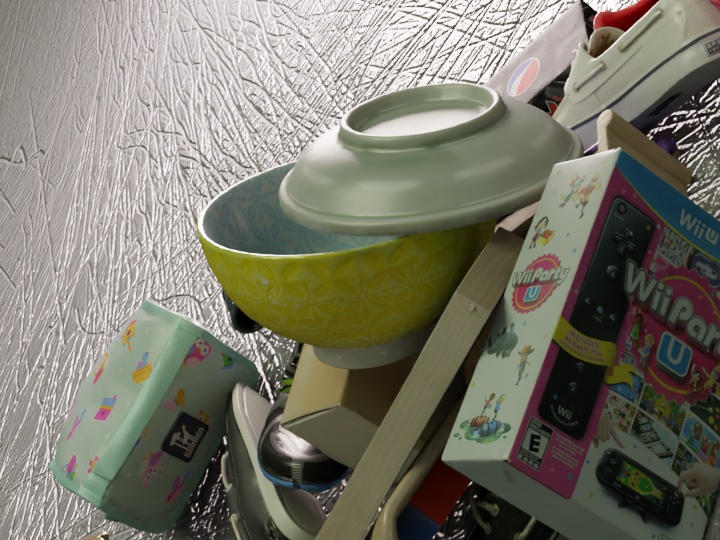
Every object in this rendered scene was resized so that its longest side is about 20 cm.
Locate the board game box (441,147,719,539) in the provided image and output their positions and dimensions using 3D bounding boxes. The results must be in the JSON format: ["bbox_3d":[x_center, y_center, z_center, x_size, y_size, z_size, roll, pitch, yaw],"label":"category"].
[{"bbox_3d":[0.151,0.053,1.162,0.064,0.147,0.200,-13,50,55],"label":"board game box"}]

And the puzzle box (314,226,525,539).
[{"bbox_3d":[0.037,0.077,1.225,0.200,0.025,0.133,-61,-4,22],"label":"puzzle box"}]

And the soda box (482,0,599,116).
[{"bbox_3d":[0.118,-0.105,1.486,0.200,0.063,0.071,-41,31,29],"label":"soda box"}]

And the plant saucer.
[{"bbox_3d":[0.042,-0.081,1.288,0.200,0.050,0.200,-9,21,4],"label":"plant saucer"}]

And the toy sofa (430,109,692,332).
[{"bbox_3d":[0.126,-0.028,1.365,0.200,0.083,0.098,-37,34,35],"label":"toy sofa"}]

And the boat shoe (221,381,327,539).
[{"bbox_3d":[-0.076,0.159,1.515,0.060,0.074,0.200,-46,35,14],"label":"boat shoe"}]

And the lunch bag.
[{"bbox_3d":[-0.170,0.117,1.615,0.171,0.122,0.200,-59,4,-6],"label":"lunch bag"}]

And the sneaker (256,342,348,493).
[{"bbox_3d":[-0.032,0.083,1.478,0.200,0.071,0.083,-73,-10,-46],"label":"sneaker"}]

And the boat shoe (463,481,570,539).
[{"bbox_3d":[0.100,0.143,1.241,0.200,0.064,0.071,-52,28,10],"label":"boat shoe"}]

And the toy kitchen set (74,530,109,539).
[{"bbox_3d":[-0.147,0.277,1.294,0.200,0.164,0.180,-16,18,-21],"label":"toy kitchen set"}]

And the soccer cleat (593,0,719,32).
[{"bbox_3d":[0.246,-0.184,1.346,0.200,0.073,0.068,-28,38,44],"label":"soccer cleat"}]

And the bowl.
[{"bbox_3d":[0.000,0.000,1.317,0.200,0.108,0.200,-9,21,4],"label":"bowl"}]

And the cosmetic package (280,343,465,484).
[{"bbox_3d":[0.024,0.042,1.438,0.071,0.105,0.200,-24,43,47],"label":"cosmetic package"}]

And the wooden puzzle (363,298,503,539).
[{"bbox_3d":[0.057,0.120,1.278,0.200,0.046,0.185,-58,-4,-24],"label":"wooden puzzle"}]

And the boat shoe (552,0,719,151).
[{"bbox_3d":[0.176,-0.131,1.361,0.200,0.071,0.070,-40,72,56],"label":"boat shoe"}]

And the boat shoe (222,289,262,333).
[{"bbox_3d":[-0.052,-0.012,1.656,0.199,0.074,0.066,-36,35,36],"label":"boat shoe"}]
